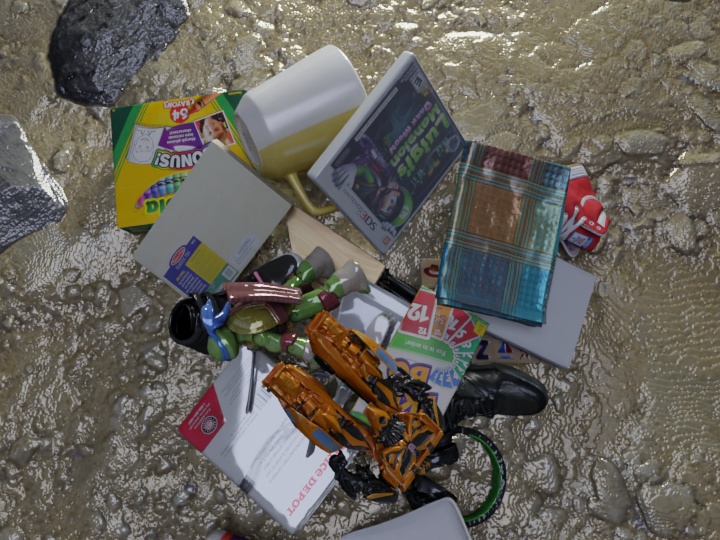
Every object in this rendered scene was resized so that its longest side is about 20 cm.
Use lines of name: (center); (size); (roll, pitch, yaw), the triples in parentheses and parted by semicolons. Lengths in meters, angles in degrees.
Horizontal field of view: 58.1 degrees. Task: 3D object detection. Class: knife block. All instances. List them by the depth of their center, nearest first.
knife block: (0.000, 0.000, 0.879); (0.173, 0.064, 0.203); (-12, 80, 1)

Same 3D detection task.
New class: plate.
plate: (0.085, 0.391, 0.785); (0.199, 0.032, 0.202); (-34, 75, 33)

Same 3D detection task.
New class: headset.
headset: (0.092, 0.258, 0.817); (0.197, 0.094, 0.125); (6, 81, -7)

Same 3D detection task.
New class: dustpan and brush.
dustpan and brush: (-0.003, 0.120, 0.801); (0.138, 0.057, 0.202); (28, 88, 8)

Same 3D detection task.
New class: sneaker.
sneaker: (0.129, 0.168, 0.806); (0.197, 0.077, 0.115); (9, 37, 14)
sneaker: (-0.164, 0.043, 0.836); (0.199, 0.099, 0.071); (-38, 66, 15)
sneaker: (0.243, -0.064, 0.842); (0.198, 0.071, 0.114); (-20, 75, -26)

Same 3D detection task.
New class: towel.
towel: (0.174, -0.043, 0.784); (0.145, 0.022, 0.203); (12, 87, -11)

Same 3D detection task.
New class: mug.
mug: (-0.072, -0.183, 0.848); (0.152, 0.150, 0.188); (-26, 63, -15)

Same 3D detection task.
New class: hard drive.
hard drive: (0.202, 0.027, 0.850); (0.198, 0.025, 0.133); (25, 75, -8)

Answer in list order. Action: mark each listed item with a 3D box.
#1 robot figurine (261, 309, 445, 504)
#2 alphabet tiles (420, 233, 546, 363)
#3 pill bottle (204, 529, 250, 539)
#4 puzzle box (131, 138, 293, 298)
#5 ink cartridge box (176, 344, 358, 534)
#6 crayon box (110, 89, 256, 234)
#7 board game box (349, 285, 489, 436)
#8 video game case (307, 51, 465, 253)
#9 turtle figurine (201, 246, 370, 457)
robot figurine: (0.002, 0.146, 0.674); (0.200, 0.058, 0.145); (42, 69, -6)
alphabet tiles: (0.173, 0.038, 0.861); (0.197, 0.008, 0.170); (2, 81, -14)
pill bottle: (-0.112, 0.405, 0.796); (0.197, 0.112, 0.114); (18, 82, 6)
puzzle box: (-0.199, -0.055, 0.869); (0.133, 0.025, 0.200); (38, 105, -8)
ink cartridge box: (-0.110, 0.211, 0.841); (0.199, 0.083, 0.146); (38, 84, 9)
crayon box: (-0.245, -0.152, 0.920); (0.197, 0.058, 0.175); (-7, 81, 2)
board game box: (0.066, 0.123, 0.759); (0.095, 0.030, 0.201); (29, 69, 8)
video game case: (0.044, -0.147, 0.852); (0.023, 0.182, 0.201); (32, 82, 43)
turtle figurine: (-0.078, 0.077, 0.770); (0.193, 0.144, 0.201); (-40, 96, -25)
